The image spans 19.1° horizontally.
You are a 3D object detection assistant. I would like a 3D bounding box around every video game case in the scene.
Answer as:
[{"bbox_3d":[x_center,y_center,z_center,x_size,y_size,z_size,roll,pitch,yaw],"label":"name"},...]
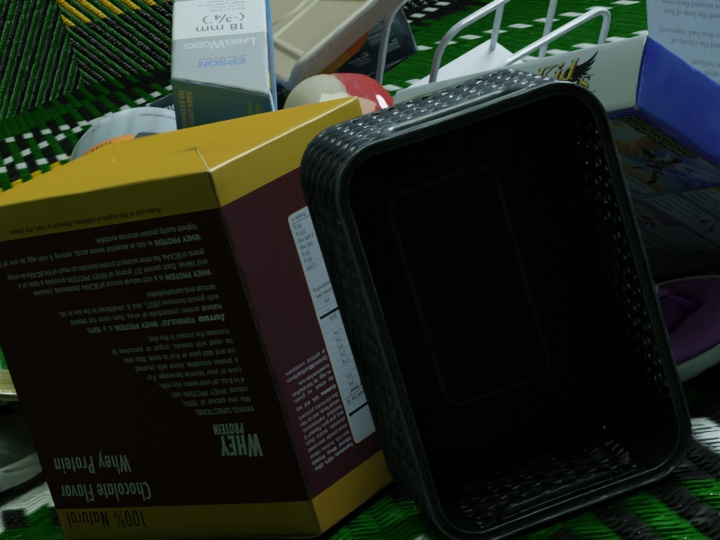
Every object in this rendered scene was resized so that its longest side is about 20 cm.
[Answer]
[{"bbox_3d":[0.145,-0.055,1.171,0.200,0.046,0.181,27,-23,-39],"label":"video game case"}]

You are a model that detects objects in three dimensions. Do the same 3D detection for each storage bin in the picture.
[{"bbox_3d":[0.064,0.015,1.036,0.135,0.201,0.094,-19,13,-9],"label":"storage bin"}]

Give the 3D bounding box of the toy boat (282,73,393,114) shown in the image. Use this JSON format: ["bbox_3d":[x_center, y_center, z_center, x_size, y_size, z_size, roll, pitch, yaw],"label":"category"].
[{"bbox_3d":[0.024,-0.052,1.279,0.130,0.131,0.200,-5,-1,4],"label":"toy boat"}]

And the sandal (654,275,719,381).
[{"bbox_3d":[0.125,0.033,1.187,0.202,0.050,0.083,-12,39,33],"label":"sandal"}]

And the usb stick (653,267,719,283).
[{"bbox_3d":[0.202,0.007,1.299,0.055,0.033,0.200,0,19,36],"label":"usb stick"}]

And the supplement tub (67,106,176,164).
[{"bbox_3d":[-0.146,-0.011,1.418,0.122,0.123,0.200,-15,33,10],"label":"supplement tub"}]

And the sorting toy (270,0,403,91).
[{"bbox_3d":[-0.005,-0.197,1.471,0.185,0.037,0.200,-41,24,-7],"label":"sorting toy"}]

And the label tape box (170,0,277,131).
[{"bbox_3d":[-0.080,-0.081,1.309,0.063,0.145,0.200,-4,38,-2],"label":"label tape box"}]

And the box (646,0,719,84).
[{"bbox_3d":[0.260,-0.105,1.245,0.152,0.201,0.106,14,29,41],"label":"box"}]

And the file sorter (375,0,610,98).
[{"bbox_3d":[0.120,-0.116,1.477,0.139,0.125,0.200,-32,58,-32],"label":"file sorter"}]

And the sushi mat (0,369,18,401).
[{"bbox_3d":[-0.212,0.076,1.393,0.199,0.012,0.096,6,8,-22],"label":"sushi mat"}]

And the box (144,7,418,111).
[{"bbox_3d":[-0.065,-0.135,1.585,0.199,0.046,0.159,-25,2,-7],"label":"box"}]

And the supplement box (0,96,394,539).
[{"bbox_3d":[-0.084,0.031,1.176,0.197,0.201,0.133,-7,15,39],"label":"supplement box"}]

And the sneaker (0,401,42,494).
[{"bbox_3d":[-0.253,0.111,1.354,0.074,0.080,0.200,-14,10,29],"label":"sneaker"}]
